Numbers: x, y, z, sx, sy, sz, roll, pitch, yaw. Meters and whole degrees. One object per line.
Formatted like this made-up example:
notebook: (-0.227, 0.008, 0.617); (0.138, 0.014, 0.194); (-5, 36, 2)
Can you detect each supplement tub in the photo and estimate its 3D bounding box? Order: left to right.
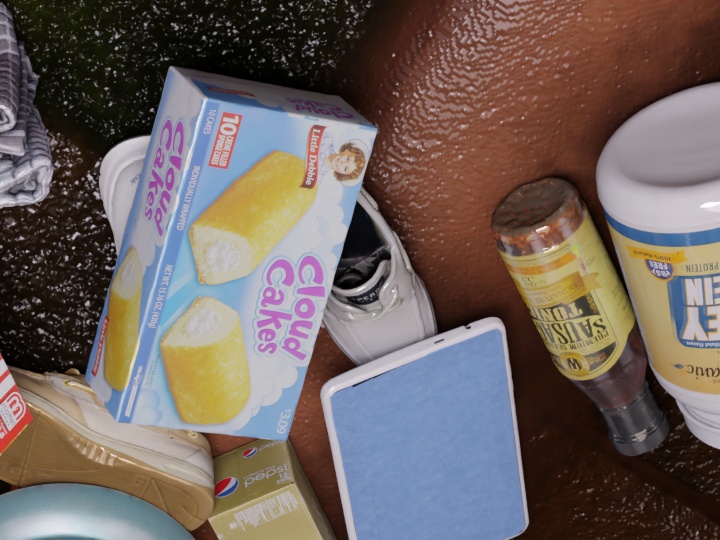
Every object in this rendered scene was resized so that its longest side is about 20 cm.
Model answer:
supplement tub: (0.238, -0.001, 1.486); (0.144, 0.145, 0.201); (-20, 120, 2)

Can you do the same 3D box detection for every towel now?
towel: (-0.278, -0.083, 1.343); (0.199, 0.166, 0.086); (-10, 112, -5)

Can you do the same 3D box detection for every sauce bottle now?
sauce bottle: (0.149, 0.034, 1.536); (0.066, 0.066, 0.201); (-27, 118, 6)

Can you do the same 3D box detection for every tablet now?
tablet: (0.045, 0.125, 1.569); (0.129, 0.014, 0.201); (-21, 132, -12)

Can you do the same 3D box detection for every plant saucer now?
plant saucer: (-0.189, 0.227, 1.530); (0.199, 0.027, 0.201); (-2, 120, -4)

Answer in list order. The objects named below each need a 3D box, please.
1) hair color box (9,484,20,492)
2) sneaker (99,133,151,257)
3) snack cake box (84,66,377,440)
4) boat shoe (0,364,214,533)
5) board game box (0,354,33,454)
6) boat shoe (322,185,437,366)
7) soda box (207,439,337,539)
hair color box: (-0.209, 0.243, 1.591); (0.101, 0.061, 0.201); (12, 115, -14)
sneaker: (-0.120, 0.019, 1.470); (0.074, 0.087, 0.201); (-15, 121, -3)
snack cake box: (-0.076, -0.008, 1.384); (0.114, 0.067, 0.201); (8, 107, -27)
boat shoe: (-0.183, 0.101, 1.514); (0.199, 0.069, 0.074); (27, 127, -17)
board game box: (-0.306, 0.035, 1.402); (0.199, 0.046, 0.152); (4, 129, 36)
boat shoe: (0.000, 0.000, 1.491); (0.072, 0.066, 0.201); (-20, 120, 1)
soda box: (-0.040, 0.209, 1.598); (0.064, 0.068, 0.201); (-22, 120, 3)
